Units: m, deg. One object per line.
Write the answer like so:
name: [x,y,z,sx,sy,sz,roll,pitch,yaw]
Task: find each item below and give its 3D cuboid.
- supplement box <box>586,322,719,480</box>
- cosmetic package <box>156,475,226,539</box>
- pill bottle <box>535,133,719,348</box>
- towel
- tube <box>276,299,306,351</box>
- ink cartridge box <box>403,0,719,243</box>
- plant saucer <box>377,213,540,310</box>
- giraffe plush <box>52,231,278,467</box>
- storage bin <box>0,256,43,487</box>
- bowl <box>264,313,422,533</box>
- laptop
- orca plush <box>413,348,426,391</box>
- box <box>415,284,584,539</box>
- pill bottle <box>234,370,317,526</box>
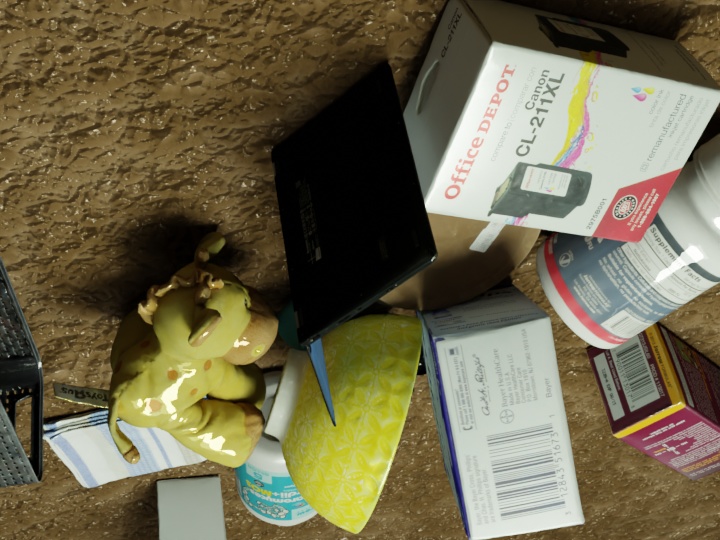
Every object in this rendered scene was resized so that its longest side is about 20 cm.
supplement box: [0.348,0.147,1.249,0.086,0.111,0.200,-32,139,27]
cosmetic package: [-0.194,0.355,1.311,0.081,0.200,0.113,-5,141,-11]
pill bottle: [0.264,-0.029,0.981,0.119,0.120,0.200,22,132,-37]
towel: [-0.230,0.187,1.225,0.199,0.024,0.147,-11,145,0]
tube: [0.000,0.000,1.019,0.077,0.050,0.200,10,136,-43]
ink cartridge box: [0.144,-0.110,0.846,0.199,0.083,0.146,6,126,-23]
plant saucer: [0.077,-0.035,0.968,0.199,0.030,0.200,-14,137,-13]
giraffe plush: [-0.142,0.058,0.969,0.200,0.173,0.162,3,133,-46]
storage bin: [-0.341,0.093,0.971,0.093,0.136,0.200,-7,144,-6]
bowl: [-0.025,0.124,1.010,0.107,0.201,0.200,17,139,-4]
laptop: [-0.001,-0.016,0.872,0.200,0.188,0.116,-34,139,29]
orca plush: [0.046,0.104,1.143,0.199,0.071,0.105,4,141,-20]
box: [0.121,0.121,1.023,0.105,0.185,0.200,-10,-173,0]
pill bottle: [-0.082,0.203,1.210,0.110,0.111,0.200,-6,144,-6]
